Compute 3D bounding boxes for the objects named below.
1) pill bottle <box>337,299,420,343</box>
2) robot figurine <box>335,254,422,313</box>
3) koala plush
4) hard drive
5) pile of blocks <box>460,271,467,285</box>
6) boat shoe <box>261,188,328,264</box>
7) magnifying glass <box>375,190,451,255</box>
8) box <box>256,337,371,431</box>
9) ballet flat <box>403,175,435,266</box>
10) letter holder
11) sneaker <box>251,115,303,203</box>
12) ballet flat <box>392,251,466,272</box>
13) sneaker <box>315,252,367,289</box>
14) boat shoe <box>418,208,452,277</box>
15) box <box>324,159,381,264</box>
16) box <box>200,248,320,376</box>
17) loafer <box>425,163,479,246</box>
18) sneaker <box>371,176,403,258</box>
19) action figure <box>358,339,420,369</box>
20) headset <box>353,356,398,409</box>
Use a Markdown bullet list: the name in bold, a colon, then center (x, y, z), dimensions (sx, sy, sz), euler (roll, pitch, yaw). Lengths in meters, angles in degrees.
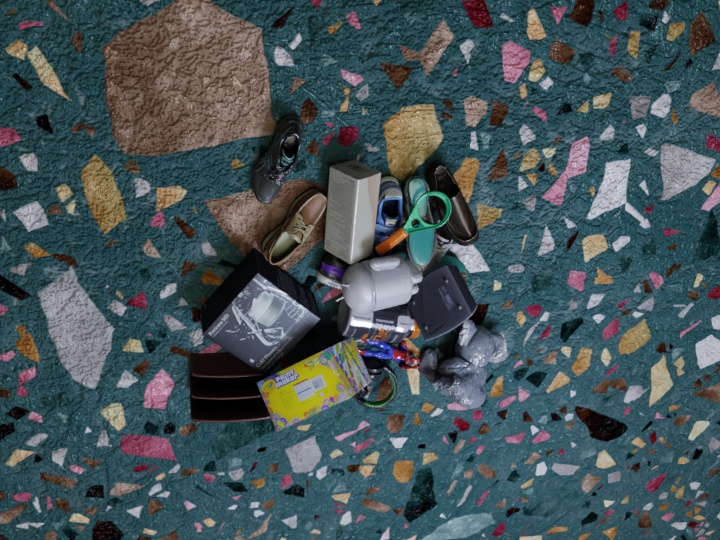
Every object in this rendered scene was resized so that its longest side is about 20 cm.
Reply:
- **pill bottle**: center (0.050, 0.118, 1.787), dimensions (0.196, 0.107, 0.108), euler (9, 116, -19)
- **robot figurine**: center (0.040, 0.030, 1.659), dimensions (0.196, 0.114, 0.172), euler (-13, 139, -22)
- **koala plush**: center (0.280, 0.231, 1.888), dimensions (0.175, 0.184, 0.203), euler (27, 98, -27)
- **hard drive**: center (0.185, 0.073, 1.695), dimensions (0.042, 0.137, 0.200), euler (-22, 170, -34)
- **pile of blocks**: center (0.213, 0.064, 1.770), dimensions (0.061, 0.200, 0.084), euler (0, 76, 0)
- **boat shoe**: center (-0.141, -0.089, 1.638), dimensions (0.075, 0.074, 0.201), euler (33, 106, -28)
- **magnifying glass**: center (0.116, -0.101, 1.628), dimensions (0.199, 0.022, 0.080), euler (-37, 101, 13)
- **box**: center (-0.104, 0.262, 1.723), dimensions (0.197, 0.192, 0.124), euler (-27, 85, 15)
- **ballet flat**: center (0.132, -0.113, 1.675), dimensions (0.072, 0.074, 0.205), euler (-3, 97, -13)
- **letter holder**: center (-0.307, 0.281, 1.761), dimensions (0.195, 0.143, 0.103), euler (0, 119, -15)
- **sneaker**: center (-0.176, -0.226, 1.550), dimensions (0.074, 0.080, 0.203), euler (15, 115, -22)
- **ballet flat**: center (0.158, -0.007, 1.783), dimensions (0.195, 0.070, 0.063), euler (9, 145, -17)
- **sneaker**: center (0.000, 0.000, 1.730), dimensions (0.196, 0.070, 0.101), euler (15, 112, -23)
- **boat shoe**: center (0.176, -0.072, 1.706), dimensions (0.072, 0.065, 0.204), euler (20, 92, -16)
- **box**: center (-0.020, -0.129, 1.625), dimensions (0.077, 0.094, 0.204), euler (-23, 131, -42)
- **box**: center (-0.231, 0.098, 1.693), dimensions (0.196, 0.125, 0.200), euler (38, 104, -27)
- **loafer**: center (0.202, -0.147, 1.643), dimensions (0.072, 0.071, 0.203), euler (-29, 85, -1)
- **sneaker**: center (0.055, -0.106, 1.677), dimensions (0.072, 0.083, 0.204), euler (-3, 120, -15)
- **action figure**: center (0.078, 0.203, 1.848), dimensions (0.197, 0.098, 0.067), euler (20, 71, -26)
- **headset**: center (0.007, 0.279, 1.873), dimensions (0.198, 0.094, 0.124), euler (36, 106, -12)
